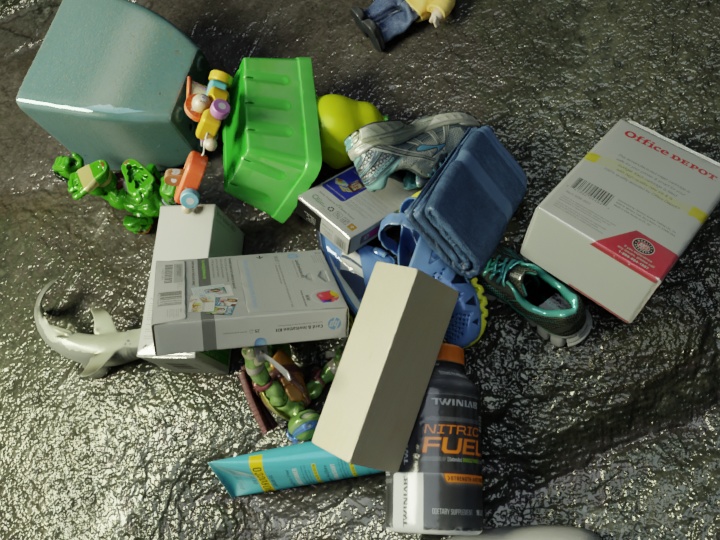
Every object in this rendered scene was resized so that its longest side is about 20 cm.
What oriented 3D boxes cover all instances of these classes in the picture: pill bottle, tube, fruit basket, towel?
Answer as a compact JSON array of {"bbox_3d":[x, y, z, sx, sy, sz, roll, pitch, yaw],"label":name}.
[{"bbox_3d":[0.081,0.183,0.747,0.106,0.106,0.201,-3,70,13],"label":"pill bottle"},{"bbox_3d":[-0.072,0.228,0.795,0.199,0.078,0.050,-13,34,7],"label":"tube"},{"bbox_3d":[-0.073,-0.179,0.908,0.215,0.156,0.216,16,54,-24],"label":"fruit basket"},{"bbox_3d":[0.133,-0.085,0.799,0.112,0.048,0.200,48,46,-13],"label":"towel"}]

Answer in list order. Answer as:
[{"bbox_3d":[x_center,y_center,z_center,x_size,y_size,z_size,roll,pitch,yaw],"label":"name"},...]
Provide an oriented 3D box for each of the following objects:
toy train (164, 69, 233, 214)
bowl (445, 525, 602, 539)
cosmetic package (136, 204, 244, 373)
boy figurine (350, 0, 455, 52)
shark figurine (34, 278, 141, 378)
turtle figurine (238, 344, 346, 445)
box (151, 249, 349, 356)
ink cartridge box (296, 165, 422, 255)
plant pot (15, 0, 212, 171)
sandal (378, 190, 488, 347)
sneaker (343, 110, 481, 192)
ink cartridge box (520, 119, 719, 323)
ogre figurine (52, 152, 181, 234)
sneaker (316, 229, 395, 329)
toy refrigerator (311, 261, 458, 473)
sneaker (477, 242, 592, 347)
[{"bbox_3d":[-0.211,-0.174,0.855,0.150,0.055,0.200,-59,24,31],"label":"toy train"},{"bbox_3d":[0.167,0.364,0.679,0.199,0.075,0.201,-10,68,12],"label":"bowl"},{"bbox_3d":[-0.217,0.026,0.880,0.084,0.108,0.201,-1,72,14],"label":"cosmetic package"},{"bbox_3d":[0.089,-0.401,0.977,0.200,0.064,0.125,-35,64,4],"label":"boy figurine"},{"bbox_3d":[-0.378,0.104,0.914,0.214,0.090,0.128,17,42,11],"label":"shark figurine"},{"bbox_3d":[-0.080,0.087,0.804,0.144,0.200,0.194,-21,57,-28],"label":"turtle figurine"},{"bbox_3d":[-0.127,0.029,0.755,0.199,0.041,0.156,-6,27,-13],"label":"box"},{"bbox_3d":[0.021,-0.101,0.875,0.095,0.037,0.200,40,55,23],"label":"ink cartridge box"},{"bbox_3d":[-0.314,-0.255,0.965,0.199,0.196,0.197,13,74,12],"label":"plant pot"},{"bbox_3d":[0.079,0.001,0.796,0.079,0.087,0.201,-43,64,45],"label":"sandal"},{"bbox_3d":[0.075,-0.147,0.864,0.199,0.078,0.087,-16,88,-26],"label":"sneaker"},{"bbox_3d":[0.298,-0.062,0.754,0.145,0.084,0.200,36,59,22],"label":"ink cartridge box"},{"bbox_3d":[-0.315,-0.111,0.946,0.199,0.120,0.099,-7,73,13],"label":"ogre figurine"},{"bbox_3d":[0.000,0.000,0.854,0.082,0.074,0.200,-22,62,-10],"label":"sneaker"},{"bbox_3d":[0.025,0.099,0.706,0.070,0.076,0.201,11,79,47],"label":"toy refrigerator"},{"bbox_3d":[0.182,0.008,0.791,0.200,0.091,0.078,31,82,23],"label":"sneaker"}]
